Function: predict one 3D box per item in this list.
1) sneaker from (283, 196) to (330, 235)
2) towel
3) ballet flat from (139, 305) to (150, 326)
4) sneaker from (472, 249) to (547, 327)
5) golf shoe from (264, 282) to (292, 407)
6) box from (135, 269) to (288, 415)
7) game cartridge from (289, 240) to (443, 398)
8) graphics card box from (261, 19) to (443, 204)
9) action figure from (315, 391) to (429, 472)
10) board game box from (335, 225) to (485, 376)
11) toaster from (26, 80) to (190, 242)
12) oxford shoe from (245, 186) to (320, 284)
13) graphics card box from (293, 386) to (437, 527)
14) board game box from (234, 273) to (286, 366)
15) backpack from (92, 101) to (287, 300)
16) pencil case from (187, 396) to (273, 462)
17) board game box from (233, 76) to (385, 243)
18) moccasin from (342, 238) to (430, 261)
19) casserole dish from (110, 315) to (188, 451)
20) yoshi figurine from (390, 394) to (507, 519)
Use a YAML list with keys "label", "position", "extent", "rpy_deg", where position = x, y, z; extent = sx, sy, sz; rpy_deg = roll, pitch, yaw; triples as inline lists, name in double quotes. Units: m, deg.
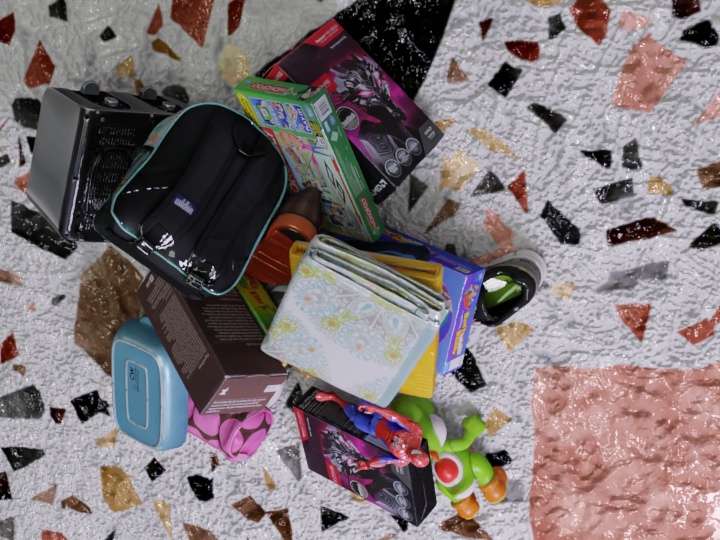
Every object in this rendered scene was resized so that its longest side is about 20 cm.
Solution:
- label: "sneaker"
  position: [-0.096, -0.095, 1.235]
  extent: [0.077, 0.078, 0.202]
  rpy_deg: [8, 119, 41]
- label: "towel"
  position: [-0.009, 0.062, 1.080]
  extent: [0.170, 0.048, 0.201]
  rpy_deg: [27, 135, -1]
- label: "ballet flat"
  position: [-0.240, 0.000, 1.250]
  extent: [0.046, 0.067, 0.201]
  rpy_deg: [55, 127, 31]
- label: "sneaker"
  position: [0.140, 0.038, 1.208]
  extent: [0.199, 0.087, 0.074]
  rpy_deg: [-23, 102, 19]
- label: "golf shoe"
  position: [-0.120, 0.111, 1.283]
  extent: [0.077, 0.095, 0.202]
  rpy_deg: [6, 113, -15]
- label: "box"
  position: [-0.183, 0.076, 1.166]
  extent: [0.075, 0.100, 0.200]
  rpy_deg: [-54, 54, 26]
- label: "game cartridge"
  position: [0.006, 0.062, 1.123]
  extent: [0.175, 0.033, 0.201]
  rpy_deg: [9, 131, 12]
- label: "graphics card box"
  position: [-0.008, -0.190, 1.137]
  extent: [0.200, 0.126, 0.051]
  rpy_deg: [47, 140, -5]
- label: "action figure"
  position: [0.000, 0.183, 1.169]
  extent: [0.199, 0.099, 0.066]
  rpy_deg: [32, 105, 42]
- label: "board game box"
  position: [0.049, 0.027, 1.206]
  extent: [0.199, 0.045, 0.136]
  rpy_deg: [25, 115, 31]
- label: "toaster"
  position: [-0.302, -0.128, 1.195]
  extent: [0.118, 0.180, 0.202]
  rpy_deg: [36, 118, 38]
- label: "oxford shoe"
  position: [-0.095, -0.039, 1.173]
  extent: [0.071, 0.073, 0.200]
  rpy_deg: [31, 151, -17]
- label: "graphics card box"
  position: [0.005, 0.244, 1.268]
  extent: [0.199, 0.051, 0.126]
  rpy_deg: [19, 134, 34]
- label: "board game box"
  position: [-0.166, 0.059, 1.250]
  extent: [0.200, 0.047, 0.102]
  rpy_deg: [52, 120, 32]
- label: "backpack"
  position: [-0.189, -0.086, 1.100]
  extent: [0.175, 0.153, 0.201]
  rpy_deg: [36, 74, -20]
- label: "pencil case"
  position: [-0.221, 0.191, 1.319]
  extent: [0.199, 0.091, 0.094]
  rpy_deg: [23, 76, 27]
- label: "board game box"
  position: [-0.057, -0.127, 1.106]
  extent: [0.134, 0.029, 0.201]
  rpy_deg: [17, 144, 42]
- label: "moccasin"
  position: [0.000, 0.000, 1.168]
  extent: [0.199, 0.068, 0.081]
  rpy_deg: [4, 110, 39]
- label: "casserole dish"
  position: [-0.286, 0.158, 1.277]
  extent: [0.120, 0.039, 0.202]
  rpy_deg: [19, 118, 26]
- label: "yoshi figurine"
  position: [0.107, 0.235, 1.295]
  extent: [0.200, 0.113, 0.112]
  rpy_deg: [47, 153, -20]
